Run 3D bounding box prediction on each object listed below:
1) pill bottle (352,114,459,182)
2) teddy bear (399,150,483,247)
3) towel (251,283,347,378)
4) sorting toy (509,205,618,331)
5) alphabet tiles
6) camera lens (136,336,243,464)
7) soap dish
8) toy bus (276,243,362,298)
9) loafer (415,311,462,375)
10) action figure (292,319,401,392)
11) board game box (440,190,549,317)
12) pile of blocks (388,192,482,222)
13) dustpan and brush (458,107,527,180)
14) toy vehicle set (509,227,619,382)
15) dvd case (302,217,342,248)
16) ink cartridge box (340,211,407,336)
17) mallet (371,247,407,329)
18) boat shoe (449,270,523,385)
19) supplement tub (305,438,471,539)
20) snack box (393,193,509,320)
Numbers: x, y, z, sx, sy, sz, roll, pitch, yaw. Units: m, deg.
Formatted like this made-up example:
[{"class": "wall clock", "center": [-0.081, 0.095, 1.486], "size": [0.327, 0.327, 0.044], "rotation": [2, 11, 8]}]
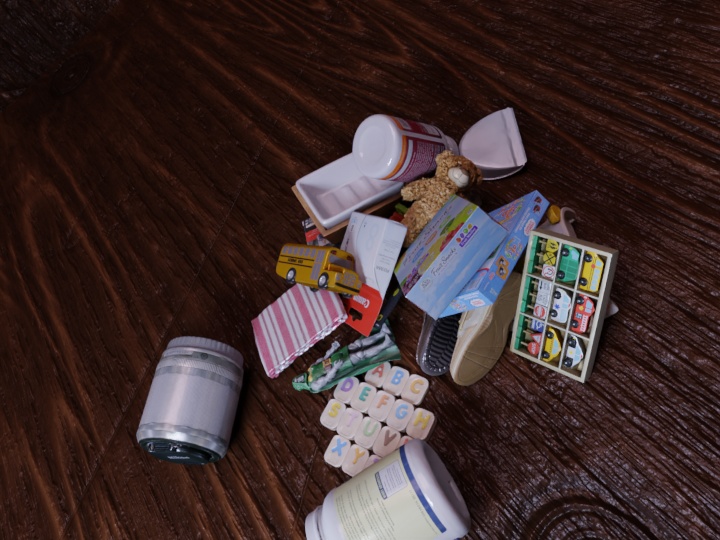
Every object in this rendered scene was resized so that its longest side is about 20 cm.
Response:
[{"class": "pill bottle", "center": [0.090, -0.219, 1.156], "size": [0.113, 0.199, 0.114], "rotation": [1, 92, 45]}, {"class": "teddy bear", "center": [0.139, -0.114, 1.100], "size": [0.200, 0.067, 0.145], "rotation": [-41, 77, 3]}, {"class": "towel", "center": [-0.120, 0.096, 1.200], "size": [0.200, 0.030, 0.147], "rotation": [-38, 47, 12]}, {"class": "sorting toy", "center": [0.282, 0.009, 1.011], "size": [0.180, 0.107, 0.201], "rotation": [-36, 46, 30]}, {"class": "alphabet tiles", "center": [0.025, 0.248, 1.039], "size": [0.199, 0.015, 0.196], "rotation": [18, 70, 37]}, {"class": "camera lens", "center": [-0.305, 0.241, 1.137], "size": [0.159, 0.160, 0.201], "rotation": [-8, 57, 26]}, {"class": "soap dish", "center": [-0.016, -0.151, 1.248], "size": [0.199, 0.081, 0.158], "rotation": [-28, 53, -10]}, {"class": "toy bus", "center": [-0.075, -0.002, 1.134], "size": [0.200, 0.065, 0.079], "rotation": [7, 78, 53]}, {"class": "loafer", "center": [0.141, 0.084, 1.055], "size": [0.071, 0.073, 0.201], "rotation": [-20, 43, 61]}, {"class": "action figure", "center": [-0.032, 0.159, 1.096], "size": [0.199, 0.055, 0.118], "rotation": [-31, 27, 8]}, {"class": "board game box", "center": [0.197, -0.023, 0.977], "size": [0.200, 0.037, 0.151], "rotation": [-56, 12, -23]}, {"class": "pile of blocks", "center": [0.124, -0.119, 1.176], "size": [0.199, 0.062, 0.082], "rotation": [-20, 38, 7]}, {"class": "dustpan and brush", "center": [0.214, -0.223, 1.221], "size": [0.199, 0.057, 0.140], "rotation": [-14, 64, 14]}, {"class": "toy vehicle set", "center": [0.294, 0.049, 0.918], "size": [0.124, 0.026, 0.201], "rotation": [21, 117, 39]}, {"class": "dvd case", "center": [-0.040, -0.055, 1.270], "size": [0.145, 0.022, 0.201], "rotation": [-25, 50, 14]}, {"class": "ink cartridge box", "center": [0.000, 0.000, 1.115], "size": [0.160, 0.047, 0.201], "rotation": [24, 94, 65]}, {"class": "mallet", "center": [0.086, 0.025, 1.110], "size": [0.066, 0.041, 0.200], "rotation": [9, 53, 29]}, {"class": "boat shoe", "center": [0.194, 0.085, 0.997], "size": [0.201, 0.073, 0.069], "rotation": [-64, 28, 8]}, {"class": "supplement tub", "center": [0.038, 0.348, 0.880], "size": [0.200, 0.145, 0.145], "rotation": [-34, 49, 6]}, {"class": "snack box", "center": [0.132, -0.029, 0.983], "size": [0.169, 0.068, 0.200], "rotation": [-52, 8, 7]}]
